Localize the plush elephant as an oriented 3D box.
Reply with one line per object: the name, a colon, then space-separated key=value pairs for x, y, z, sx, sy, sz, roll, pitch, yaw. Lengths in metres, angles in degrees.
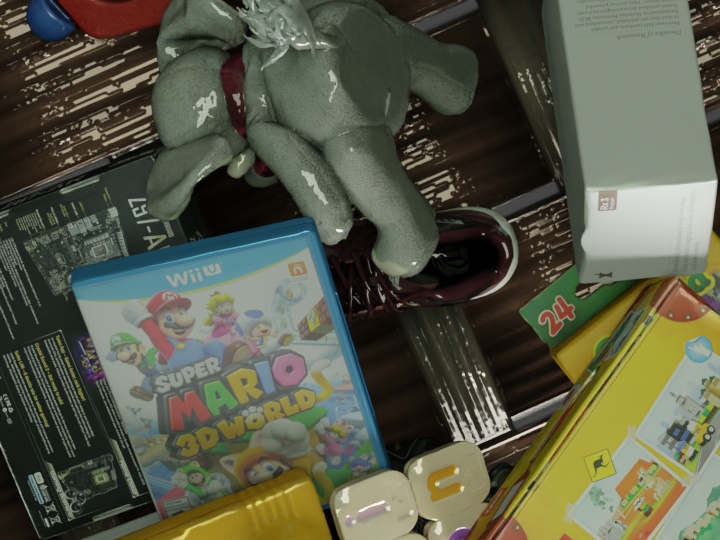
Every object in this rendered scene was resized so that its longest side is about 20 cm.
plush elephant: x=-0.051 y=-0.091 z=1.622 sx=0.155 sy=0.200 sz=0.165 roll=-13 pitch=54 yaw=36

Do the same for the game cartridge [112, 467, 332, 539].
game cartridge: x=-0.097 y=0.231 z=1.643 sx=0.200 sy=0.032 sz=0.176 roll=-21 pitch=109 yaw=-8

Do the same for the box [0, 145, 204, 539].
box: x=-0.156 y=0.044 z=1.683 sx=0.160 sy=0.044 sz=0.200 roll=-21 pitch=99 yaw=11

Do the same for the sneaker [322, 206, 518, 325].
sneaker: x=0.000 y=0.000 z=1.676 sx=0.200 sy=0.116 sz=0.076 roll=-15 pitch=92 yaw=-2

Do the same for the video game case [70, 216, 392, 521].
video game case: x=-0.072 y=0.066 z=1.617 sx=0.143 sy=0.018 sz=0.200 roll=-12 pitch=125 yaw=7

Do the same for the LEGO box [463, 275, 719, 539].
LEGO box: x=0.177 y=0.129 z=1.634 sx=0.149 sy=0.077 sz=0.200 roll=38 pitch=79 yaw=-4

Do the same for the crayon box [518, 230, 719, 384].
crayon box: x=0.207 y=0.065 z=1.717 sx=0.127 sy=0.051 sz=0.200 roll=-40 pitch=92 yaw=0

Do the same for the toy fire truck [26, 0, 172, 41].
toy fire truck: x=-0.168 y=-0.228 z=1.682 sx=0.168 sy=0.112 sz=0.200 roll=-40 pitch=94 yaw=26

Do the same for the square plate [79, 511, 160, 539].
square plate: x=-0.159 y=0.265 z=1.723 sx=0.200 sy=0.028 sz=0.198 roll=-19 pitch=92 yaw=-1

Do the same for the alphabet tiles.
alphabet tiles: x=0.053 y=0.207 z=1.656 sx=0.196 sy=0.015 sz=0.200 roll=-21 pitch=101 yaw=-19

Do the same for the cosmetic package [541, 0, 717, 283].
cosmetic package: x=0.156 y=-0.105 z=1.640 sx=0.081 sy=0.113 sz=0.200 roll=-6 pitch=62 yaw=-1

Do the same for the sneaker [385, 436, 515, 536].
sneaker: x=0.070 y=0.192 z=1.704 sx=0.114 sy=0.076 sz=0.200 roll=-24 pitch=87 yaw=6
